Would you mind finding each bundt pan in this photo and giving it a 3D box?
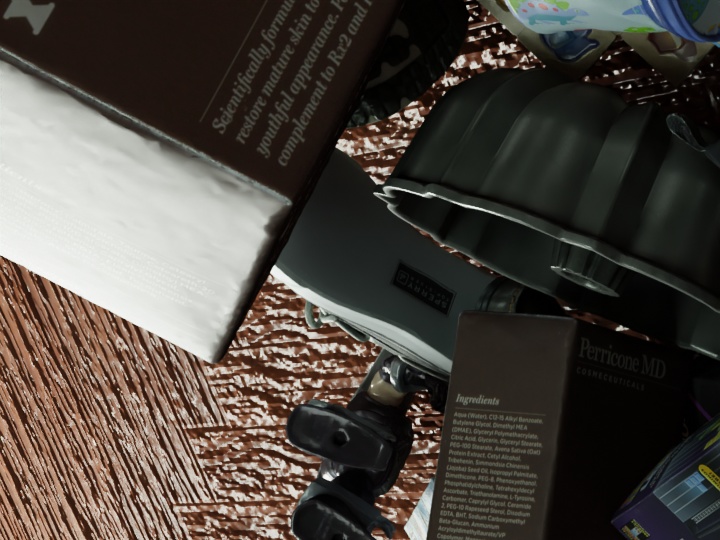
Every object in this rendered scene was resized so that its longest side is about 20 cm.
[{"bbox_3d":[0.112,-0.029,1.263,0.201,0.076,0.202,23,175,2],"label":"bundt pan"}]

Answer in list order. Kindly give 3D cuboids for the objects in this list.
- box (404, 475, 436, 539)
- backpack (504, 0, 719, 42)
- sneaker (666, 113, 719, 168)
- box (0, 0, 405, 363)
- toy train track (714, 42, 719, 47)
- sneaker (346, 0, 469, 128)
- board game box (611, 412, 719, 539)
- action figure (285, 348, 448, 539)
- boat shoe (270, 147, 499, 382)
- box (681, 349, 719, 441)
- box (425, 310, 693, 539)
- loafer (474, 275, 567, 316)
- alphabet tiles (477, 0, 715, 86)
[{"bbox_3d":[0.078,0.168,1.478,0.137,0.040,0.200,59,171,8],"label":"box"},{"bbox_3d":[0.119,-0.191,1.103,0.146,0.183,0.201,7,119,30],"label":"backpack"},{"bbox_3d":[0.185,-0.071,1.140,0.139,0.078,0.201,2,88,34],"label":"sneaker"},{"bbox_3d":[-0.085,-0.091,1.280,0.164,0.166,0.200,28,156,-1],"label":"box"},{"bbox_3d":[0.201,-0.081,1.202,0.200,0.033,0.115,34,123,15],"label":"toy train track"},{"bbox_3d":[-0.028,-0.107,1.454,0.199,0.089,0.077,-20,105,30],"label":"sneaker"},{"bbox_3d":[0.223,0.134,1.236,0.200,0.057,0.165,43,150,2],"label":"board game box"},{"bbox_3d":[0.003,0.102,1.498,0.069,0.200,0.131,16,97,7],"label":"action figure"},{"bbox_3d":[0.001,-0.002,1.448,0.199,0.074,0.068,28,161,-23],"label":"boat shoe"},{"bbox_3d":[0.231,0.112,1.323,0.200,0.036,0.143,7,120,51],"label":"box"},{"bbox_3d":[0.086,0.125,1.322,0.075,0.100,0.201,1,81,41],"label":"box"},{"bbox_3d":[0.119,0.088,1.425,0.072,0.073,0.200,-6,120,44],"label":"loafer"},{"bbox_3d":[0.093,-0.180,1.231,0.200,0.008,0.167,43,118,2],"label":"alphabet tiles"}]
